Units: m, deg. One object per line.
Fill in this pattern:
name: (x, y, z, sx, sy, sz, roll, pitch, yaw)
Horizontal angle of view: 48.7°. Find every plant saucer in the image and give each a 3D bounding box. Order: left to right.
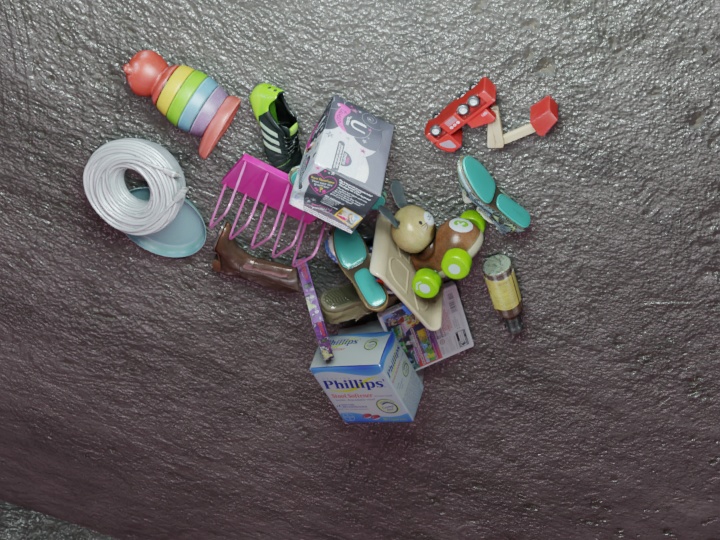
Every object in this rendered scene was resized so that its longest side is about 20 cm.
plant saucer: (-0.424, -0.108, 1.706, 0.199, 0.028, 0.201, 7, 136, 7)

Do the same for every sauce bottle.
sauce bottle: (0.306, 0.056, 1.676, 0.064, 0.065, 0.201, -6, 132, 19)

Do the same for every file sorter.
file sorter: (-0.174, -0.106, 1.536, 0.199, 0.126, 0.139, 25, 157, -20)

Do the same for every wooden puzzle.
wooden puzzle: (0.088, 0.005, 1.584, 0.046, 0.186, 0.200, -29, 123, 31)

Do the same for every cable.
cable: (-0.449, -0.170, 1.591, 0.199, 0.069, 0.200, 36, 120, -6)

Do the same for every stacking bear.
stacking bear: (-0.324, -0.314, 1.415, 0.199, 0.122, 0.114, 32, 136, -9)

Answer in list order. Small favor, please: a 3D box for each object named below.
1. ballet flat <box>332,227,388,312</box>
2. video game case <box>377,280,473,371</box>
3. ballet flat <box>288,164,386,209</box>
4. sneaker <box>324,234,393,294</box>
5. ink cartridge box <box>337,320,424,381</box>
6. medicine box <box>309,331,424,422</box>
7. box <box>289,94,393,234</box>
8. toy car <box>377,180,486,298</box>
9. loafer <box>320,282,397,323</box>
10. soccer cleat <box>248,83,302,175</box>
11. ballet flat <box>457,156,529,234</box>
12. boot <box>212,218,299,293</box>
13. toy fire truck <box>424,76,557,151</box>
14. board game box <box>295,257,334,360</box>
ballet flat: (0.000, 0.000, 1.584, 0.068, 0.201, 0.072, -28, 160, -7)
video game case: (0.148, 0.131, 1.765, 0.181, 0.023, 0.201, -23, 130, -1)
ballet flat: (-0.045, -0.168, 1.510, 0.199, 0.075, 0.074, 17, 138, -23)
sneaker: (0.025, -0.022, 1.656, 0.199, 0.077, 0.085, 31, 130, -19)
ink cartridge box: (0.047, 0.217, 1.890, 0.144, 0.084, 0.200, -14, 131, 24)
medicine box: (0.016, 0.240, 1.772, 0.181, 0.103, 0.201, -7, 132, 29)
box: (-0.031, -0.190, 1.400, 0.132, 0.201, 0.115, 26, 134, -14)
toy car: (0.121, -0.082, 1.522, 0.200, 0.165, 0.158, 44, 130, -13)
loafer: (-0.001, 0.062, 1.698, 0.199, 0.076, 0.068, -10, 140, -28)
soccer cleat: (-0.142, -0.248, 1.454, 0.081, 0.068, 0.201, 22, 146, 38)
ballet flat: (0.232, -0.133, 1.488, 0.074, 0.075, 0.200, -30, 119, 36)
boot: (-0.215, -0.023, 1.712, 0.199, 0.065, 0.187, 20, 151, 0)
toy fire truck: (0.225, -0.258, 1.380, 0.141, 0.049, 0.200, 36, 132, -23)
board game box: (-0.098, 0.080, 1.703, 0.032, 0.201, 0.120, -19, 134, 0)
